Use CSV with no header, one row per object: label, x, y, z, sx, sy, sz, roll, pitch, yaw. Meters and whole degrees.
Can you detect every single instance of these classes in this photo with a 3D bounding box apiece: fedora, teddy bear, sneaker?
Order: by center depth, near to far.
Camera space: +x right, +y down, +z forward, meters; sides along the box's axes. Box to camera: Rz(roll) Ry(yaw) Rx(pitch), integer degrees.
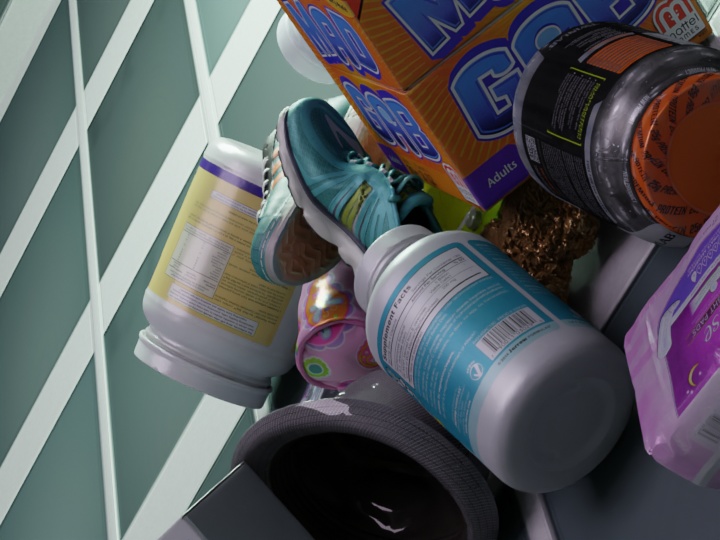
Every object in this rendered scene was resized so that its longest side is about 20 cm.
fedora,0.016,0.131,1.686,0.200,0.177,0.091,-28,23,47
teddy bear,0.114,0.018,1.697,0.145,0.066,0.201,-162,87,-76
sneaker,0.017,-0.045,1.724,0.200,0.077,0.080,54,134,13
sneaker,-0.042,-0.058,1.815,0.079,0.072,0.200,2,38,29

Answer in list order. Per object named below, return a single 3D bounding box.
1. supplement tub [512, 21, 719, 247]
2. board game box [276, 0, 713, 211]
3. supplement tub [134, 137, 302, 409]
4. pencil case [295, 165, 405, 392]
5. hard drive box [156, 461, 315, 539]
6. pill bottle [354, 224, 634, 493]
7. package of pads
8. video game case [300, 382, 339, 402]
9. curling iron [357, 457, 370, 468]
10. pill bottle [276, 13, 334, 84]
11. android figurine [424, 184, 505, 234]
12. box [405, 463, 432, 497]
supplement tub,0.179,-0.084,1.526,0.123,0.122,0.200,-66,20,5
board game box,0.076,-0.192,1.687,0.199,0.200,0.200,-38,19,-7
supplement tub,-0.100,0.003,2.126,0.201,0.145,0.145,-66,20,4
pencil case,0.000,0.000,1.846,0.088,0.087,0.201,-52,22,38
hard drive box,-0.069,0.256,1.697,0.077,0.200,0.156,-39,-6,-44
pill bottle,0.077,0.047,1.584,0.200,0.110,0.111,42,111,45
package of pads,0.229,0.014,1.365,0.200,0.075,0.121,-56,22,30
video game case,-0.048,0.140,1.984,0.143,0.019,0.201,167,125,-84
curling iron,0.002,0.139,1.786,0.201,0.025,0.050,-54,10,5
pill bottle,0.007,-0.252,2.159,0.200,0.111,0.113,-46,30,46
android figurine,0.081,-0.041,1.860,0.182,0.041,0.201,-56,22,30
box,0.000,0.191,1.836,0.145,0.036,0.200,-69,19,-2
